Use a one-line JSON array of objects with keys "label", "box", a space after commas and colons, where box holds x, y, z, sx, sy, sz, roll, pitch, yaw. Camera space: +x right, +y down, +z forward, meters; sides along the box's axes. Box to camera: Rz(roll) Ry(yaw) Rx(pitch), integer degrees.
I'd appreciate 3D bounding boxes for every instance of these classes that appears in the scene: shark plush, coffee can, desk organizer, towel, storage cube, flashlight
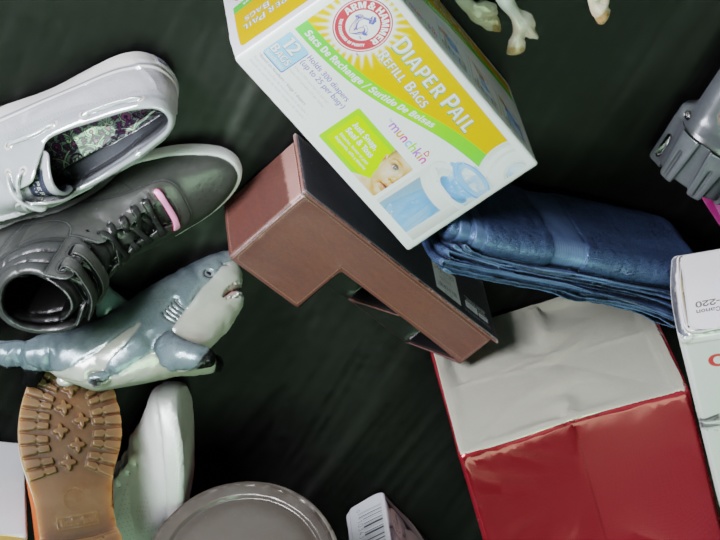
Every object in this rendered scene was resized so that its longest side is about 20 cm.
[{"label": "shark plush", "box": [-0.179, 0.043, 1.565, 0.199, 0.091, 0.084, -11, 85, 11]}, {"label": "coffee can", "box": [-0.074, 0.268, 1.648, 0.146, 0.147, 0.200, -14, 148, 0]}, {"label": "desk organizer", "box": [0.000, 0.000, 1.553, 0.077, 0.072, 0.200, -40, 122, 21]}, {"label": "towel", "box": [0.136, -0.018, 1.538, 0.200, 0.112, 0.049, 10, 116, -17]}, {"label": "storage cube", "box": [0.159, 0.136, 1.607, 0.171, 0.200, 0.180, -16, 120, 3]}, {"label": "flashlight", "box": [0.284, -0.135, 1.509, 0.068, 0.068, 0.200, 17, 120, -24]}]

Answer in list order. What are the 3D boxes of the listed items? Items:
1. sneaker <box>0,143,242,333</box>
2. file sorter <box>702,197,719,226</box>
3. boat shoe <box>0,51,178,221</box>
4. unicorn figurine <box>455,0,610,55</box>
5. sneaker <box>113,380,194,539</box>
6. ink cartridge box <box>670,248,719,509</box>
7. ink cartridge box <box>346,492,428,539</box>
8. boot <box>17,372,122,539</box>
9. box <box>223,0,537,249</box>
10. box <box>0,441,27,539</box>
[{"label": "sneaker", "box": [-0.169, -0.016, 1.493, 0.200, 0.099, 0.071, -22, 125, 5]}, {"label": "file sorter", "box": [0.375, -0.030, 1.564, 0.200, 0.126, 0.139, -31, 125, 12]}, {"label": "boat shoe", "box": [-0.209, -0.073, 1.462, 0.200, 0.069, 0.072, -23, 126, 6]}, {"label": "unicorn figurine", "box": [0.099, -0.209, 1.426, 0.200, 0.074, 0.138, -31, 128, -9]}, {"label": "sneaker", "box": [-0.172, 0.166, 1.647, 0.088, 0.075, 0.200, 8, 125, 0]}, {"label": "ink cartridge box", "box": [0.302, 0.074, 1.501, 0.145, 0.085, 0.200, -10, 133, 11]}, {"label": "ink cartridge box", "box": [0.066, 0.304, 1.706, 0.043, 0.198, 0.200, -30, 126, 16]}, {"label": "boot", "box": [-0.216, 0.162, 1.598, 0.075, 0.201, 0.107, -2, 168, -14]}, {"label": "box", "box": [0.012, -0.131, 1.440, 0.112, 0.101, 0.200, -34, 124, 15]}, {"label": "box", "box": [-0.340, 0.230, 1.635, 0.152, 0.106, 0.200, 6, 124, -15]}]
